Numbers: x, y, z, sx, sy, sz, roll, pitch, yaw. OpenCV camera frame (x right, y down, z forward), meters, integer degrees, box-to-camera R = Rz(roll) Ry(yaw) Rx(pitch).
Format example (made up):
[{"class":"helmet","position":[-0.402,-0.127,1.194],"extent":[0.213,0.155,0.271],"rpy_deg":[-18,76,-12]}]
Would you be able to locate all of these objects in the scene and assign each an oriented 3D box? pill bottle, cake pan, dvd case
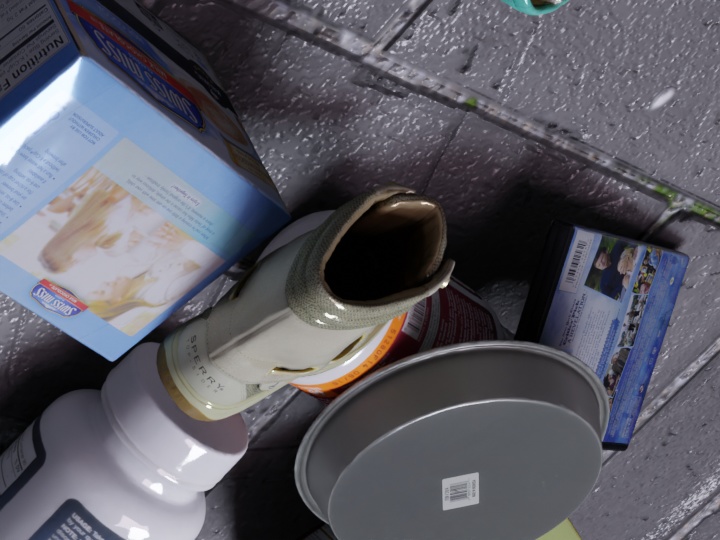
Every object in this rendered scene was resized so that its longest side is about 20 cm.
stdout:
[{"class":"pill bottle","position":[-0.165,0.144,1.526],"extent":[0.200,0.120,0.119],"rpy_deg":[-45,142,20]},{"class":"cake pan","position":[0.060,0.119,1.536],"extent":[0.199,0.037,0.201],"rpy_deg":[-9,141,-8]},{"class":"dvd case","position":[0.151,0.046,1.642],"extent":[0.200,0.017,0.143],"rpy_deg":[11,98,-61]},{"class":"pill bottle","position":[0.023,0.046,1.566],"extent":[0.109,0.110,0.200],"rpy_deg":[-40,143,13]}]

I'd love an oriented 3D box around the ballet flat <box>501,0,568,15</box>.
[{"class":"ballet flat","position":[0.158,-0.204,1.400],"extent":[0.200,0.071,0.067],"rpy_deg":[-33,144,2]}]

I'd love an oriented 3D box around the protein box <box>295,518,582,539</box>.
[{"class":"protein box","position":[0.061,0.239,1.693],"extent":[0.200,0.199,0.135],"rpy_deg":[-34,-175,-6]}]

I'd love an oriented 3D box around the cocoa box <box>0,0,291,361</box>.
[{"class":"cocoa box","position":[-0.155,-0.069,1.283],"extent":[0.133,0.131,0.200],"rpy_deg":[-38,144,11]}]

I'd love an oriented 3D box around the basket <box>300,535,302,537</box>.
[{"class":"basket","position":[0.049,0.249,1.798],"extent":[0.199,0.143,0.149],"rpy_deg":[-24,145,-9]}]

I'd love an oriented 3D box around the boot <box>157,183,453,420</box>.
[{"class":"boot","position":[0.000,0.000,1.348],"extent":[0.200,0.072,0.155],"rpy_deg":[-32,178,-45]}]
